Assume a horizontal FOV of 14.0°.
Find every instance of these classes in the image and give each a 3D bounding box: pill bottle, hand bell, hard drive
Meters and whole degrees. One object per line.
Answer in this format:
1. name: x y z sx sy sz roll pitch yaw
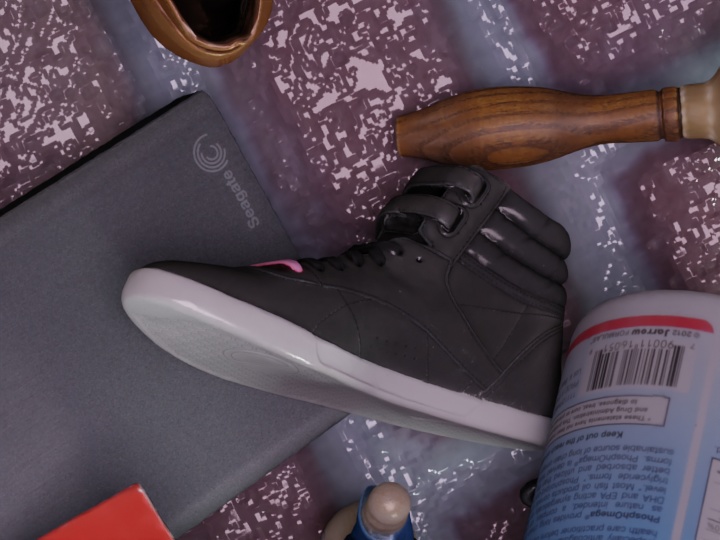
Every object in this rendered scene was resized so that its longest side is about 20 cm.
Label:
1. pill bottle: 0.111 0.117 1.087 0.109 0.109 0.200 20 63 -9
2. hand bell: 0.113 -0.060 1.143 0.200 0.104 0.104 -3 99 8
3. hard drive: -0.105 0.041 1.106 0.200 0.033 0.140 -35 103 -27

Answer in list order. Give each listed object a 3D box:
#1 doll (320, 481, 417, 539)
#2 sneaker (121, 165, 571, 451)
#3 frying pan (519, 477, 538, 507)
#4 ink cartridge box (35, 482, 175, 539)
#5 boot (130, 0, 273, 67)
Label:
1. doll: 0.016 0.141 1.091 0.048 0.200 0.137 -12 114 -2
2. sneaker: 0.000 0.000 1.111 0.200 0.071 0.099 18 78 -34
3. frying pan: 0.172 0.073 1.186 0.190 0.031 0.115 19 94 -11
4. ink cartridge box: -0.115 0.198 1.050 0.200 0.044 0.174 -30 102 12
5. boot: -0.080 -0.169 1.056 0.077 0.155 0.200 -13 99 -4
